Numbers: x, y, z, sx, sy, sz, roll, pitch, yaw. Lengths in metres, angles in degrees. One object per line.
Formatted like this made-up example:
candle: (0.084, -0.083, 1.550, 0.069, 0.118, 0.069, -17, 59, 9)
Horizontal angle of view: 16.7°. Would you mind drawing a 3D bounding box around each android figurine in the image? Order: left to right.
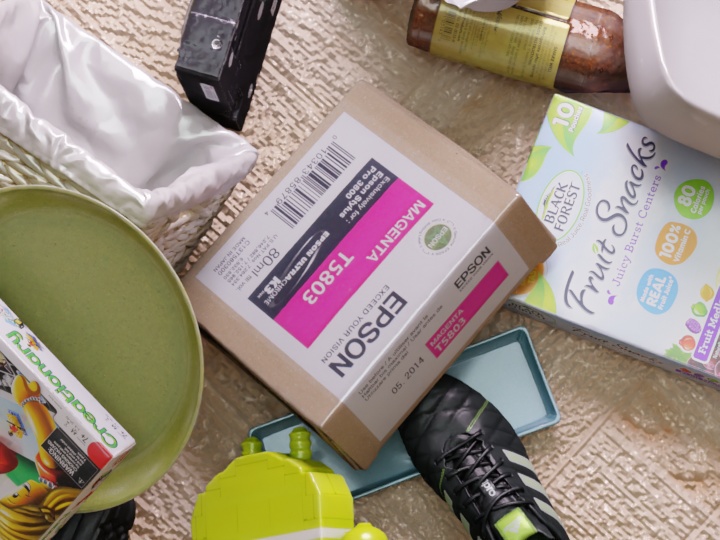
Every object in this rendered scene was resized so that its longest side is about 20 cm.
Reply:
android figurine: (-0.053, 0.201, 1.556, 0.182, 0.041, 0.201, -18, 69, 42)

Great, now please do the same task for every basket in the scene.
basket: (-0.207, -0.053, 1.564, 0.200, 0.198, 0.161, 36, 109, 7)

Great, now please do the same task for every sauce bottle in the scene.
sauce bottle: (0.132, -0.152, 1.647, 0.199, 0.066, 0.066, 19, 81, 6)

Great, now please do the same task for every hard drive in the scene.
hard drive: (-0.074, -0.205, 1.631, 0.038, 0.140, 0.201, 16, 82, 6)

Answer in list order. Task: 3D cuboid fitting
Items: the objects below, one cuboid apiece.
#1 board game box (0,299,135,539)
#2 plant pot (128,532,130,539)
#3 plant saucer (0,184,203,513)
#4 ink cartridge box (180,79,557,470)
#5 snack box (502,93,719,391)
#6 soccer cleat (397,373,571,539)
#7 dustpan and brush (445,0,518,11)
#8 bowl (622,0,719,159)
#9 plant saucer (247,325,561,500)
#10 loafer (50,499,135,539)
board game box: (-0.242, 0.074, 1.453, 0.200, 0.035, 0.126, 45, 115, 6)
plant pot: (-0.242, 0.201, 1.590, 0.200, 0.093, 0.202, 0, 80, 2)
plant saucer: (-0.179, 0.045, 1.459, 0.199, 0.031, 0.201, 5, 105, 19)
ink cartridge box: (0.000, 0.000, 1.593, 0.200, 0.075, 0.165, -49, 54, -6)
snack box: (0.195, -0.014, 1.624, 0.199, 0.053, 0.143, 21, 81, 8)
soccer cleat: (0.091, 0.148, 1.574, 0.067, 0.081, 0.200, -34, 87, -1)
dustpan and brush: (0.098, -0.226, 1.623, 0.057, 0.200, 0.140, -50, 61, 25)
bowl: (0.252, -0.145, 1.592, 0.199, 0.075, 0.201, 18, 55, -21)
plant saucer: (0.029, 0.104, 1.630, 0.199, 0.019, 0.070, -21, 79, -2)
loafer: (-0.207, 0.212, 1.511, 0.070, 0.068, 0.201, 21, 82, 24)
